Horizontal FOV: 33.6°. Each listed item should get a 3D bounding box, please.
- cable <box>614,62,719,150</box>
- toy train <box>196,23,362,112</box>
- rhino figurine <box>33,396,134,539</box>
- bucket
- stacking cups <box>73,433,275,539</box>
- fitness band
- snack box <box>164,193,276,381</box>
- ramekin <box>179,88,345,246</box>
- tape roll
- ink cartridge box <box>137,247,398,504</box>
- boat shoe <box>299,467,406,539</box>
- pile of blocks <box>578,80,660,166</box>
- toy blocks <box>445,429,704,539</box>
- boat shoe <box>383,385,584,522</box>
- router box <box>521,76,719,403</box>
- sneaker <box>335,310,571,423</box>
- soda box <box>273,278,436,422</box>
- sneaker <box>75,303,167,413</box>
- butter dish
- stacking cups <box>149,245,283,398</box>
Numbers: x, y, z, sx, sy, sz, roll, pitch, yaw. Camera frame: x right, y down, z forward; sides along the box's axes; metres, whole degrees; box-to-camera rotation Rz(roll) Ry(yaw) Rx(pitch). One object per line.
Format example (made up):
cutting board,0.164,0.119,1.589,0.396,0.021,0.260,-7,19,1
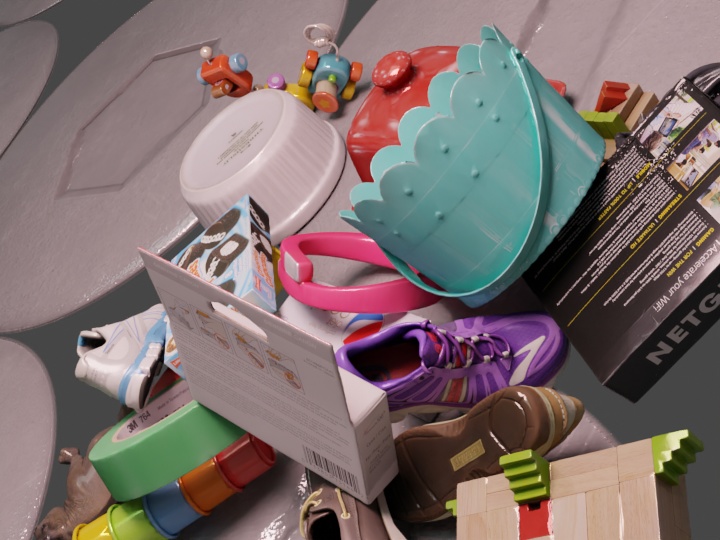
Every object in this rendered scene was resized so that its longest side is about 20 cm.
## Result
cable,0.299,-0.089,0.961,0.162,0.051,0.201,-27,39,11
toy train,-0.097,-0.225,1.434,0.198,0.150,0.056,-10,61,33
rhino figurine,-0.269,0.212,1.204,0.087,0.060,0.201,21,71,49
bucket,0.092,-0.079,0.969,0.208,0.134,0.207,-52,7,9
stacking cups,-0.166,0.214,1.097,0.199,0.061,0.061,-31,35,8
fitness band,0.000,0.000,1.088,0.142,0.038,0.200,0,14,-12
snack box,-0.140,0.013,1.188,0.116,0.037,0.201,-40,27,15
ramekin,-0.122,-0.122,1.385,0.201,0.094,0.204,-28,36,22
tape roll,-0.155,0.134,1.104,0.199,0.048,0.200,-31,8,5
ink cartridge box,-0.068,0.068,0.906,0.199,0.177,0.045,25,52,33
boat shoe,-0.013,0.200,0.929,0.200,0.059,0.073,-121,39,-54
pile of blocks,0.186,-0.102,1.071,0.200,0.062,0.082,-42,33,3
toy blocks,0.139,0.198,0.780,0.199,0.100,0.138,-20,51,32
boat shoe,0.090,0.142,0.904,0.199,0.076,0.072,-32,67,46
router box,0.224,-0.024,0.896,0.200,0.051,0.150,-49,41,17
sneaker,0.071,0.072,0.928,0.198,0.084,0.081,-13,66,-7
soda box,0.002,0.067,1.072,0.064,0.068,0.199,-52,35,-14
sneaker,-0.234,0.072,1.188,0.200,0.086,0.076,-90,18,-78
butter dish,0.066,-0.154,1.177,0.199,0.148,0.201,13,63,53
stacking cups,-0.148,0.060,1.241,0.201,0.061,0.060,-51,34,-12
